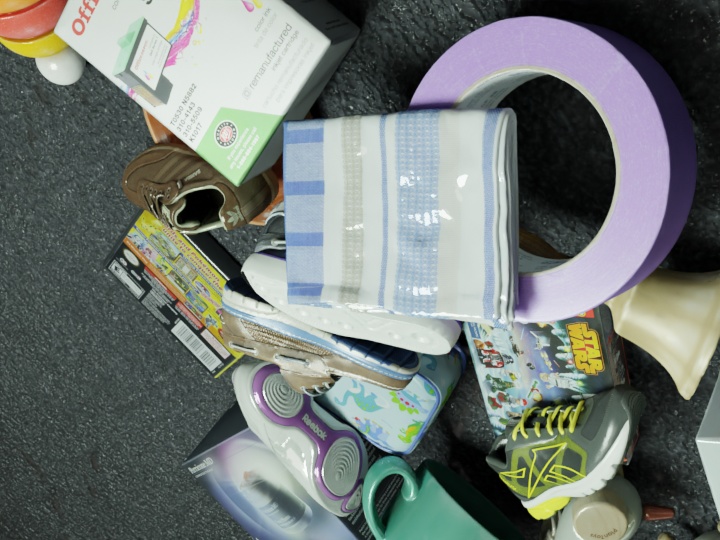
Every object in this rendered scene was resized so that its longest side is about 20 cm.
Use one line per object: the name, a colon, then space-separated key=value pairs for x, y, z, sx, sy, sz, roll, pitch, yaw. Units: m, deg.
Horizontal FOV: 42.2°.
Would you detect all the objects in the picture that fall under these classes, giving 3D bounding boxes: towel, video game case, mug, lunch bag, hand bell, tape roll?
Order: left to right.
video game case: x=-0.198 y=0.021 z=1.083 sx=0.200 sy=0.026 sz=0.180 roll=46 pitch=141 yaw=-5
lunch bag: x=-0.003 y=0.087 z=0.941 sx=0.199 sy=0.083 sz=0.162 roll=33 pitch=139 yaw=10
towel: x=0.022 y=-0.039 z=0.665 sx=0.198 sy=0.024 sz=0.149 roll=4 pitch=98 yaw=35
mug: x=0.079 y=0.282 z=0.977 sx=0.185 sy=0.115 sz=0.152 roll=40 pitch=-176 yaw=16
tape roll: x=0.124 y=-0.069 z=0.645 sx=0.198 sy=0.065 sz=0.203 roll=7 pitch=103 yaw=34
hand bell: x=0.170 y=0.007 z=0.700 sx=0.198 sy=0.104 sz=0.105 roll=23 pitch=138 yaw=16

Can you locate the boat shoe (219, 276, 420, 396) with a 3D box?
boat shoe: x=-0.039 y=0.071 z=0.844 sx=0.198 sy=0.072 sz=0.073 roll=22 pitch=113 yaw=23

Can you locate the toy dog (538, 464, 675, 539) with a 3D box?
toy dog: x=0.231 y=0.264 z=0.889 sx=0.095 sy=0.133 sz=0.201 roll=15 pitch=139 yaw=7

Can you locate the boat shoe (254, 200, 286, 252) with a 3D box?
boat shoe: x=0.000 y=0.000 z=0.851 sx=0.198 sy=0.068 sz=0.072 roll=22 pitch=142 yaw=2

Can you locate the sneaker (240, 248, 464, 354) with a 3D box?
sneaker: x=0.014 y=-0.023 z=0.784 sx=0.197 sy=0.148 sz=0.081 roll=15 pitch=156 yaw=19

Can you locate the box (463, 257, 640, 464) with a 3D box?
box: x=0.166 y=0.078 z=0.831 sx=0.135 sy=0.040 sz=0.202 roll=4 pitch=128 yaw=35

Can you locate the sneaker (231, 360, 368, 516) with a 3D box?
sneaker: x=-0.062 y=0.168 z=0.971 sx=0.099 sy=0.075 sz=0.201 roll=1 pitch=127 yaw=59

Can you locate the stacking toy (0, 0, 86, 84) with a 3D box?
stacking toy: x=-0.308 y=-0.253 z=0.871 sx=0.145 sy=0.147 sz=0.201 roll=24 pitch=157 yaw=19

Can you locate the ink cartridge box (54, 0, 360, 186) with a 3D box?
ink cartridge box: x=-0.124 y=-0.192 z=0.746 sx=0.199 sy=0.084 sz=0.145 roll=39 pitch=116 yaw=2

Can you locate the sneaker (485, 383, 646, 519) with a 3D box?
sneaker: x=0.169 y=0.150 z=0.804 sx=0.084 sy=0.075 sz=0.201 roll=35 pitch=140 yaw=5

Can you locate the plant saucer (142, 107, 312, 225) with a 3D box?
plant saucer: x=-0.119 y=-0.134 z=0.873 sx=0.198 sy=0.032 sz=0.202 roll=21 pitch=137 yaw=21

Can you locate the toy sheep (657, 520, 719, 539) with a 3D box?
toy sheep: x=0.330 y=0.296 z=0.834 sx=0.137 sy=0.138 sz=0.200 roll=40 pitch=155 yaw=1

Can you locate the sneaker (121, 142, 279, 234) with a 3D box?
sneaker: x=-0.172 y=-0.074 z=0.885 sx=0.198 sy=0.076 sz=0.071 roll=1 pitch=127 yaw=37

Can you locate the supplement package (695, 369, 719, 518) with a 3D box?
supplement package: x=0.358 y=0.123 z=0.628 sx=0.198 sy=0.152 sz=0.152 roll=-2 pitch=125 yaw=40

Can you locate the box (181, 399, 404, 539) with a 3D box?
box: x=-0.078 y=0.240 z=1.111 sx=0.199 sy=0.123 sz=0.200 roll=48 pitch=140 yaw=-6
